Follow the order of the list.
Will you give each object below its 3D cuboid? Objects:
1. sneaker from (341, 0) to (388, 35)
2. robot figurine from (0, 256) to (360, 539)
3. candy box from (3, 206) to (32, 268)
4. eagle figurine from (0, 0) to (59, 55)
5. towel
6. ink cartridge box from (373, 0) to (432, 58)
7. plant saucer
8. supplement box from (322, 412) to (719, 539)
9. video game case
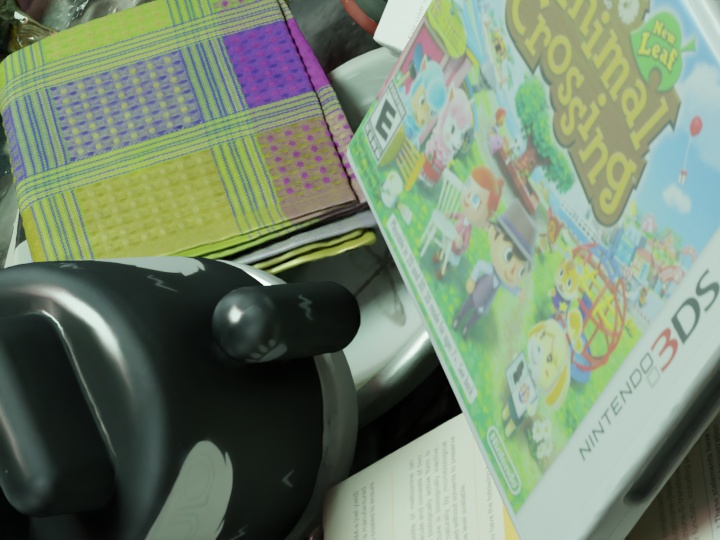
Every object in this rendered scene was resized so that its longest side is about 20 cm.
[{"bbox_3d":[0.020,-0.137,1.250,0.098,0.071,0.201,-45,11,28],"label":"sneaker"},{"bbox_3d":[-0.086,0.055,1.048,0.150,0.200,0.126,13,99,32],"label":"robot figurine"},{"bbox_3d":[-0.135,0.089,1.219,0.137,0.061,0.201,111,165,-49],"label":"candy box"},{"bbox_3d":[-0.256,-0.098,1.508,0.151,0.199,0.152,50,144,18],"label":"eagle figurine"},{"bbox_3d":[-0.079,-0.054,1.224,0.143,0.023,0.200,-18,39,-5],"label":"towel"},{"bbox_3d":[0.119,-0.073,1.025,0.200,0.146,0.083,29,96,55],"label":"ink cartridge box"},{"bbox_3d":[0.000,0.000,1.199,0.200,0.050,0.201,-31,39,29],"label":"plant saucer"},{"bbox_3d":[0.082,0.099,0.991,0.200,0.073,0.126,-31,40,29],"label":"supplement box"},{"bbox_3d":[0.070,-0.030,0.932,0.182,0.022,0.201,-58,41,38],"label":"video game case"}]
